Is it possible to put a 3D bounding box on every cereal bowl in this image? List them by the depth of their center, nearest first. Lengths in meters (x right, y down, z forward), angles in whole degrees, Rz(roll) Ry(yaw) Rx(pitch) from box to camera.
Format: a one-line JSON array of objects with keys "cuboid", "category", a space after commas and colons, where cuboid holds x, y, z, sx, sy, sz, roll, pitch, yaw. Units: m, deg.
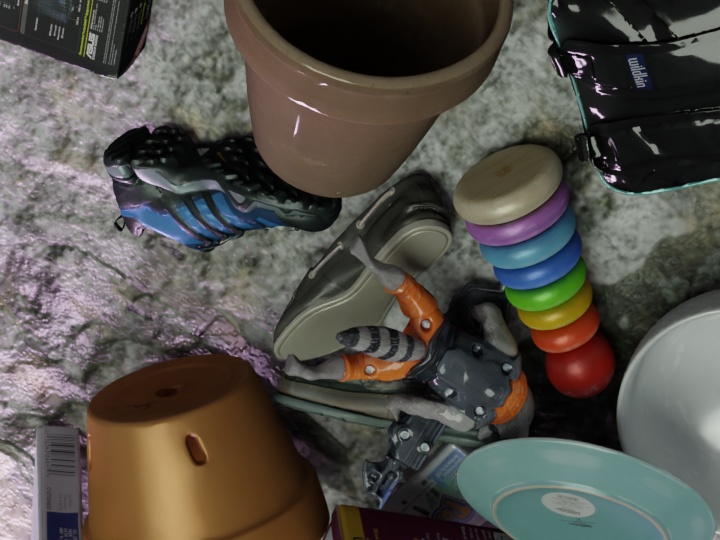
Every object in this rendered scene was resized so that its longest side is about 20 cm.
[{"cuboid": [0.292, 0.095, 1.621, 0.198, 0.083, 0.202, 8, 120, 14], "category": "cereal bowl"}]

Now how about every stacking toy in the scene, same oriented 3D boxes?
[{"cuboid": [0.142, 0.009, 1.635, 0.085, 0.086, 0.201, -13, 120, 25], "category": "stacking toy"}]

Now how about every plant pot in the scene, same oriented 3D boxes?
[{"cuboid": [-0.007, -0.149, 1.545, 0.199, 0.201, 0.175, 24, 143, 5], "category": "plant pot"}, {"cuboid": [-0.135, 0.156, 1.745, 0.198, 0.200, 0.141, -5, 109, 22], "category": "plant pot"}]

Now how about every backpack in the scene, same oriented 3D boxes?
[{"cuboid": [0.245, -0.153, 1.454, 0.199, 0.153, 0.177, -2, 120, 31], "category": "backpack"}]

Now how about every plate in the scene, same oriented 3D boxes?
[{"cuboid": [0.167, 0.184, 1.643, 0.198, 0.026, 0.201, 13, 151, 7], "category": "plate"}]

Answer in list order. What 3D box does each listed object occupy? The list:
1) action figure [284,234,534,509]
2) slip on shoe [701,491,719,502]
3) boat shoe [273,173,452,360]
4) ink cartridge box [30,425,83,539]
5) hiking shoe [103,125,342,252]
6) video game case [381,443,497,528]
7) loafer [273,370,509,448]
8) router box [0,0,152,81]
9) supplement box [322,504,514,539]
[{"cuboid": [0.044, 0.089, 1.637, 0.192, 0.105, 0.201, 23, 94, -20], "category": "action figure"}, {"cuboid": [0.184, 0.180, 1.713, 0.198, 0.074, 0.062, 9, 110, 8], "category": "slip on shoe"}, {"cuboid": [0.000, 0.000, 1.695, 0.067, 0.057, 0.200, 18, 136, -35], "category": "boat shoe"}, {"cuboid": [-0.260, 0.270, 1.849, 0.040, 0.200, 0.201, 3, 123, -11], "category": "ink cartridge box"}, {"cuboid": [-0.102, -0.055, 1.689, 0.199, 0.074, 0.087, 13, 130, 23], "category": "hiking shoe"}, {"cuboid": [0.089, 0.251, 1.817, 0.182, 0.022, 0.200, 39, 123, -5], "category": "video game case"}, {"cuboid": [0.032, 0.097, 1.734, 0.198, 0.072, 0.063, 11, 88, 9], "category": "loafer"}, {"cuboid": [-0.222, -0.257, 1.614, 0.149, 0.062, 0.201, 19, 123, 7], "category": "router box"}, {"cuboid": [0.059, 0.274, 1.722, 0.198, 0.104, 0.132, 11, 125, -18], "category": "supplement box"}]
